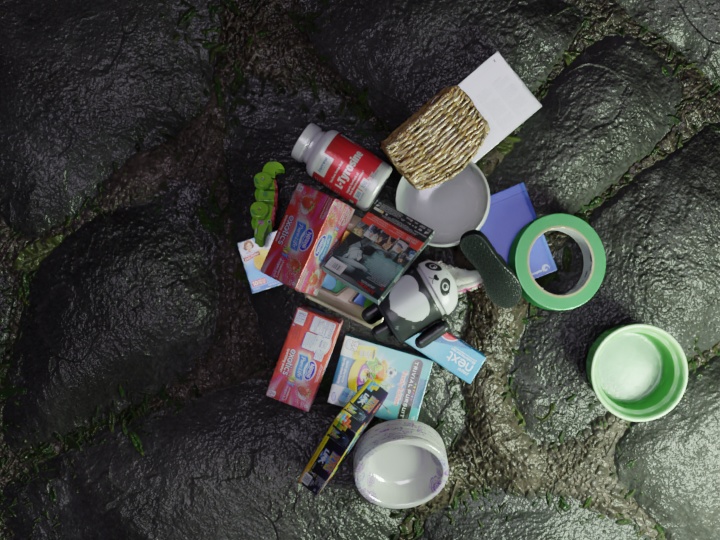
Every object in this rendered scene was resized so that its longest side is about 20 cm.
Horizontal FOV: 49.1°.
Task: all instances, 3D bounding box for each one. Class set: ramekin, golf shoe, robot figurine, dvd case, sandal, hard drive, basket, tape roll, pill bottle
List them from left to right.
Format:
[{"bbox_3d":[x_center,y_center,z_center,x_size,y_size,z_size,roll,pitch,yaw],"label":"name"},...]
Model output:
[{"bbox_3d":[-0.042,-0.224,1.669,0.199,0.112,0.113,33,93,2],"label":"pill bottle"},{"bbox_3d":[0.037,-0.041,1.595,0.145,0.022,0.200,30,63,21],"label":"dvd case"},{"bbox_3d":[0.101,0.065,1.598,0.199,0.125,0.151,-31,114,2],"label":"robot figurine"},{"bbox_3d":[0.157,-0.264,1.609,0.200,0.149,0.143,-41,100,5],"label":"basket"},{"bbox_3d":[0.183,0.013,1.686,0.198,0.075,0.093,-14,88,2],"label":"golf shoe"},{"bbox_3d":[0.275,-0.008,1.625,0.075,0.048,0.201,-20,117,29],"label":"sandal"},{"bbox_3d":[0.326,-0.071,1.698,0.131,0.025,0.202,-22,90,3],"label":"hard drive"},{"bbox_3d":[0.414,-0.018,1.660,0.198,0.048,0.203,0,88,-7],"label":"tape roll"},{"bbox_3d":[0.573,0.208,1.658,0.198,0.098,0.202,0,92,2],"label":"ramekin"}]

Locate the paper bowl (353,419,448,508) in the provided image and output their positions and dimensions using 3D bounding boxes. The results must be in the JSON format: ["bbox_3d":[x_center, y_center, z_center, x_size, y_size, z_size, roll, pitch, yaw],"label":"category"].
[{"bbox_3d":[0.083,0.396,1.662,0.198,0.105,0.202,-1,121,-1],"label":"paper bowl"}]

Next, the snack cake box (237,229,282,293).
[{"bbox_3d":[-0.153,-0.036,1.702,0.198,0.067,0.116,-18,92,3],"label":"snack cake box"}]

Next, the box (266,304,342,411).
[{"bbox_3d":[-0.118,0.185,1.685,0.099,0.095,0.202,20,93,2],"label":"box"}]

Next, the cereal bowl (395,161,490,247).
[{"bbox_3d":[0.179,-0.144,1.663,0.198,0.083,0.203,-2,83,18],"label":"cereal bowl"}]

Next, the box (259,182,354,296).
[{"bbox_3d":[-0.107,-0.062,1.604,0.099,0.095,0.202,25,91,27],"label":"box"}]

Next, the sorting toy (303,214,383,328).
[{"bbox_3d":[0.000,0.000,1.656,0.184,0.036,0.202,25,88,-9],"label":"sorting toy"}]

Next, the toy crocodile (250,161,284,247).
[{"bbox_3d":[-0.199,-0.143,1.675,0.061,0.068,0.202,4,58,-3],"label":"toy crocodile"}]

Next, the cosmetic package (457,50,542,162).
[{"bbox_3d":[0.261,-0.341,1.680,0.200,0.052,0.151,-39,91,4],"label":"cosmetic package"}]

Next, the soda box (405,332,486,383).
[{"bbox_3d":[0.167,0.158,1.694,0.199,0.064,0.068,33,93,1],"label":"soda box"}]

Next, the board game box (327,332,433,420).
[{"bbox_3d":[0.043,0.238,1.711,0.198,0.047,0.153,16,93,2],"label":"board game box"}]

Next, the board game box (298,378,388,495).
[{"bbox_3d":[-0.034,0.342,1.621,0.056,0.165,0.201,35,122,10],"label":"board game box"}]
